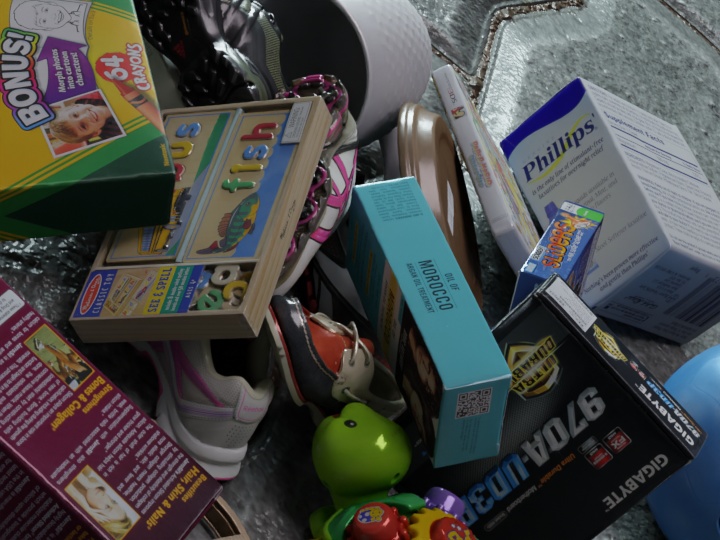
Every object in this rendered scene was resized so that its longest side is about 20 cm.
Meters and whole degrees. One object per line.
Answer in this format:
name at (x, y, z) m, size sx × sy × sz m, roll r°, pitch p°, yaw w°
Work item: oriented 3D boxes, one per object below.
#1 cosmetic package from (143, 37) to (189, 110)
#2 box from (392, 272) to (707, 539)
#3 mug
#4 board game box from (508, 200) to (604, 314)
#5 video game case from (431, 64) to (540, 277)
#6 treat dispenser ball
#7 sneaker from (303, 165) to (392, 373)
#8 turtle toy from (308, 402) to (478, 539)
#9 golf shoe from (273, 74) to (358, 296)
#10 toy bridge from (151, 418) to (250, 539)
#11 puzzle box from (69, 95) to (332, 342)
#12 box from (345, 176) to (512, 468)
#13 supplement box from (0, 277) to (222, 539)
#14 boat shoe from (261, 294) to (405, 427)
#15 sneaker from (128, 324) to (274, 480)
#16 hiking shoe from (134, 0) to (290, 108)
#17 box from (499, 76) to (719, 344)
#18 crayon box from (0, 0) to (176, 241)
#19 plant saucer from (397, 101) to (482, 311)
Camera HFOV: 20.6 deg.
cosmetic package at (-0.113, -0.091, 1.506) m, size 0.103 × 0.073 × 0.201 m, roll 8°, pitch 48°, yaw -44°
box at (0.122, 0.123, 1.417) m, size 0.159 × 0.200 × 0.046 m, roll 47°, pitch 31°, yaw 2°
mug at (-0.011, -0.147, 1.640) m, size 0.175 × 0.147 × 0.201 m, roll -23°, pitch 97°, yaw -61°
board game box at (0.130, 0.063, 1.501) m, size 0.034 × 0.201 × 0.135 m, roll 19°, pitch 29°, yaw 12°
video game case at (0.126, -0.053, 1.700) m, size 0.200 × 0.023 × 0.183 m, roll 53°, pitch 15°, yaw -53°
treat dispenser ball at (0.328, 0.155, 1.619) m, size 0.200 × 0.201 × 0.202 m, roll 30°, pitch 35°, yaw -24°
sneaker at (0.000, 0.000, 1.507) m, size 0.071 × 0.098 × 0.201 m, roll 5°, pitch 51°, yaw -40°
turtle toy at (0.023, 0.186, 1.324) m, size 0.145 × 0.101 × 0.201 m, roll -7°, pitch 59°, yaw -52°
golf shoe at (-0.037, -0.045, 1.402) m, size 0.201 × 0.072 × 0.092 m, roll -70°, pitch 148°, yaw -42°
toy bridge at (-0.096, 0.183, 1.259) m, size 0.067 × 0.027 × 0.201 m, roll -2°, pitch 55°, yaw -51°
puzzle box at (-0.105, -0.036, 1.340) m, size 0.025 × 0.132 × 0.201 m, roll 63°, pitch 33°, yaw -42°
box at (0.044, 0.033, 1.370) m, size 0.049 × 0.083 × 0.201 m, roll -10°, pitch 46°, yaw -15°
supplement box at (-0.195, 0.110, 1.172) m, size 0.200 × 0.086 × 0.110 m, roll 44°, pitch 31°, yaw -2°
boat shoe at (-0.019, 0.064, 1.359) m, size 0.200 × 0.062 × 0.072 m, roll 59°, pitch 13°, yaw -62°
sneaker at (-0.106, 0.039, 1.352) m, size 0.081 × 0.088 × 0.201 m, roll 6°, pitch 49°, yaw -46°
hiking shoe at (-0.111, -0.183, 1.492) m, size 0.100 × 0.076 × 0.201 m, roll 1°, pitch 61°, yaw -58°
box at (0.251, -0.053, 1.833) m, size 0.183 × 0.105 × 0.201 m, roll 18°, pitch 41°, yaw -50°
crayon box at (-0.228, -0.114, 1.344) m, size 0.171 × 0.058 × 0.201 m, roll -6°, pitch 52°, yaw -16°
plant saucer at (0.066, -0.038, 1.587) m, size 0.200 × 0.029 × 0.201 m, roll -10°, pitch 90°, yaw -79°
